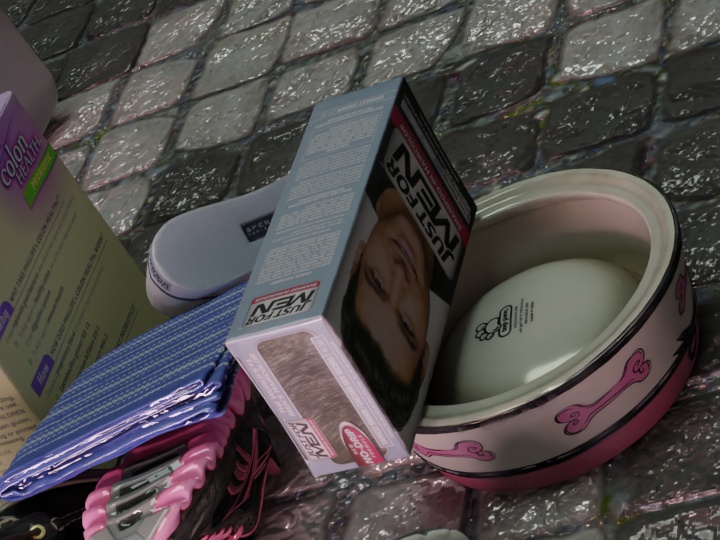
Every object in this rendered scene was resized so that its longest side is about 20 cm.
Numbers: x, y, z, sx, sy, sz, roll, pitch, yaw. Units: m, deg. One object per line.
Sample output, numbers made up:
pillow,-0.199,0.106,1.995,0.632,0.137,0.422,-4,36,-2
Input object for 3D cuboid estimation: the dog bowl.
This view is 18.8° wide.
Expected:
dog bowl,0.093,0.036,1.174,0.199,0.074,0.200,-24,32,16

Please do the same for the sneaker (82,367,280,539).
sneaker,-0.086,0.124,1.184,0.079,0.096,0.200,-17,19,20

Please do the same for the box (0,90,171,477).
box,-0.227,0.026,1.361,0.096,0.200,0.176,-16,35,25

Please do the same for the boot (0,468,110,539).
boot,-0.166,0.185,1.133,0.199,0.073,0.150,-17,38,-35

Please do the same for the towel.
towel,-0.117,0.064,1.221,0.144,0.024,0.200,-26,12,16

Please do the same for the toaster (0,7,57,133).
toaster,-0.373,-0.154,1.758,0.180,0.200,0.119,-9,42,35

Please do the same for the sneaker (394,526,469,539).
sneaker,0.018,0.187,1.011,0.078,0.079,0.200,-65,-12,27

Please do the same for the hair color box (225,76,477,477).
hair color box,0.000,0.000,1.142,0.060,0.099,0.200,-14,35,27

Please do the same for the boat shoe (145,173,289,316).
boat shoe,-0.042,-0.011,1.366,0.201,0.075,0.086,-20,-19,-23
